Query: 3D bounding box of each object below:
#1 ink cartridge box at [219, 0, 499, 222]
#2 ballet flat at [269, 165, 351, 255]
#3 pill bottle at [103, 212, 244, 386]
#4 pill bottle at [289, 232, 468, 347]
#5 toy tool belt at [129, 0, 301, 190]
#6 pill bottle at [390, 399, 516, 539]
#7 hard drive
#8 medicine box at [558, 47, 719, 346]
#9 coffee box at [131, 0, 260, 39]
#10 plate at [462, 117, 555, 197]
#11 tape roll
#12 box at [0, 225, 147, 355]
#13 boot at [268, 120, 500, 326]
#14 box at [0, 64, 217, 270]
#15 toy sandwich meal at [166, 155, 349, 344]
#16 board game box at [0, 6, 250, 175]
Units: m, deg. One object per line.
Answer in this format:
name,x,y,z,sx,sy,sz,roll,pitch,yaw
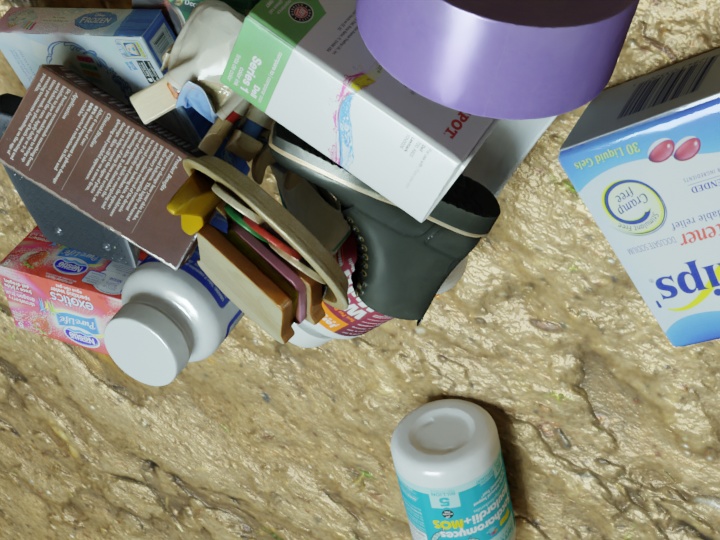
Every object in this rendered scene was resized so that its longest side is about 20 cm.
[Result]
ink cartridge box,0.014,-0.155,1.171,0.199,0.145,0.084,35,139,2
ballet flat,-0.056,-0.103,1.345,0.201,0.069,0.070,64,144,22
pill bottle,-0.163,0.017,1.452,0.111,0.200,0.113,19,135,20
pill bottle,0.000,0.000,1.393,0.110,0.110,0.200,48,137,-12
toy tool belt,-0.086,-0.132,1.271,0.199,0.125,0.123,35,97,-10
pill bottle,0.101,0.239,1.535,0.110,0.111,0.201,8,131,29
hard drive,-0.295,-0.092,1.499,0.134,0.042,0.201,16,146,26
medicine box,0.286,-0.061,1.148,0.182,0.103,0.201,-18,114,43
coffee box,-0.134,-0.281,1.285,0.122,0.044,0.201,29,138,10
plate,0.070,-0.168,1.254,0.200,0.032,0.200,37,138,2
tape roll,0.100,-0.206,1.074,0.199,0.200,0.085,27,137,11
box,-0.280,0.022,1.613,0.199,0.100,0.096,14,133,24
boot,-0.002,-0.034,1.231,0.199,0.078,0.139,24,122,-11
box,-0.222,-0.097,1.358,0.199,0.075,0.100,32,99,0
toy sandwich meal,-0.092,-0.015,1.248,0.205,0.070,0.205,41,171,8
board game box,-0.229,-0.162,1.424,0.198,0.043,0.201,7,141,33
